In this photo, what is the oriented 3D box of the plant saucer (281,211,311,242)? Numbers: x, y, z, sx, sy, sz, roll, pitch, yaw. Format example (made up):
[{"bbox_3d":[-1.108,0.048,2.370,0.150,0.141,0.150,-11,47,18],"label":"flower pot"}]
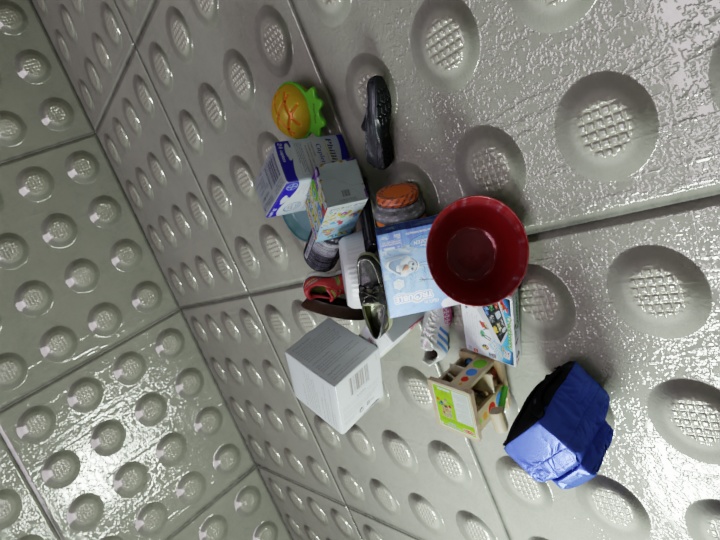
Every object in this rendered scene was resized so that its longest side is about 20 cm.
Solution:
[{"bbox_3d":[-0.176,-0.185,1.573,0.197,0.035,0.206,32,136,35],"label":"plant saucer"}]

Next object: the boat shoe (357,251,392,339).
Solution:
[{"bbox_3d":[0.031,0.062,1.220,0.069,0.066,0.208,-3,116,21],"label":"boat shoe"}]

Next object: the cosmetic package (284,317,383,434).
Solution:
[{"bbox_3d":[-0.065,0.266,1.384,0.197,0.165,0.171,25,136,39],"label":"cosmetic package"}]

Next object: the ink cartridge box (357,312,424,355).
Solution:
[{"bbox_3d":[0.070,0.158,1.405,0.084,0.143,0.201,50,146,10],"label":"ink cartridge box"}]

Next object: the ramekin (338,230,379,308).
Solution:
[{"bbox_3d":[0.000,0.000,1.338,0.202,0.090,0.211,171,91,-85],"label":"ramekin"}]

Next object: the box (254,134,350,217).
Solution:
[{"bbox_3d":[-0.142,-0.234,1.335,0.183,0.195,0.108,-39,71,56],"label":"box"}]

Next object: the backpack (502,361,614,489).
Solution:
[{"bbox_3d":[0.393,0.297,1.034,0.167,0.200,0.164,42,141,7],"label":"backpack"}]

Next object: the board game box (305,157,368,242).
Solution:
[{"bbox_3d":[-0.062,-0.163,1.269,0.201,0.101,0.107,124,130,-67],"label":"board game box"}]

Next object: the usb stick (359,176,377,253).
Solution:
[{"bbox_3d":[0.014,-0.134,1.272,0.056,0.031,0.206,104,162,-56],"label":"usb stick"}]

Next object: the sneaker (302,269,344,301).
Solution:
[{"bbox_3d":[-0.065,0.051,1.484,0.191,0.086,0.079,-6,126,5],"label":"sneaker"}]

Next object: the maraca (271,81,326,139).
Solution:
[{"bbox_3d":[-0.151,-0.394,1.323,0.196,0.105,0.142,20,129,44],"label":"maraca"}]

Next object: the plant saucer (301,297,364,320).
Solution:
[{"bbox_3d":[-0.074,0.102,1.539,0.196,0.196,0.036,16,95,45],"label":"plant saucer"}]

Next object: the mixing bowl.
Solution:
[{"bbox_3d":[0.222,-0.035,1.052,0.204,0.197,0.108,56,-177,4],"label":"mixing bowl"}]

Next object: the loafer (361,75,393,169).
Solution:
[{"bbox_3d":[0.030,-0.321,1.171,0.069,0.068,0.206,20,133,31],"label":"loafer"}]

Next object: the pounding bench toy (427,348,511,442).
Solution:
[{"bbox_3d":[0.280,0.280,1.205,0.196,0.154,0.129,8,121,49],"label":"pounding bench toy"}]

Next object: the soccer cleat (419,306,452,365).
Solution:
[{"bbox_3d":[0.179,0.143,1.299,0.069,0.085,0.207,22,130,41],"label":"soccer cleat"}]

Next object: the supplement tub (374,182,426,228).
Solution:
[{"bbox_3d":[0.096,-0.083,1.212,0.120,0.121,0.207,18,127,44],"label":"supplement tub"}]

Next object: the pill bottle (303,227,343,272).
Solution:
[{"bbox_3d":[-0.087,-0.093,1.462,0.107,0.105,0.202,49,144,14],"label":"pill bottle"}]

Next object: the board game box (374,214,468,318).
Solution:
[{"bbox_3d":[0.141,-0.011,1.159,0.044,0.192,0.206,-99,-2,-63],"label":"board game box"}]

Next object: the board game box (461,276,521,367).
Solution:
[{"bbox_3d":[0.279,0.108,1.148,0.123,0.035,0.205,18,137,36],"label":"board game box"}]
